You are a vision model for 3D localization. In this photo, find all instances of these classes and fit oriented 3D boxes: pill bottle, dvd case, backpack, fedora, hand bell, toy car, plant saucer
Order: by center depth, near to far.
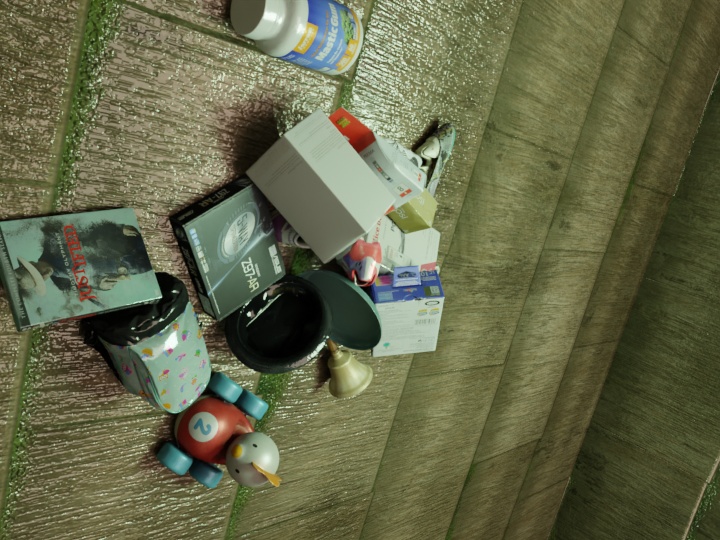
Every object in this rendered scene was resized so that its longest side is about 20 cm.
[{"bbox_3d":[-0.383,-0.008,0.936,0.199,0.022,0.147,-13,79,-44],"label":"dvd case"},{"bbox_3d":[-0.098,-0.380,1.064,0.199,0.112,0.113,0,110,-50],"label":"pill bottle"},{"bbox_3d":[-0.317,0.124,1.066,0.167,0.126,0.201,-37,137,-36],"label":"backpack"},{"bbox_3d":[-0.218,0.318,1.223,0.185,0.199,0.177,-56,141,-12],"label":"toy car"},{"bbox_3d":[-0.149,0.108,1.256,0.201,0.200,0.092,-43,167,-26],"label":"fedora"},{"bbox_3d":[-0.040,0.071,1.305,0.027,0.199,0.201,-50,140,-34],"label":"plant saucer"},{"bbox_3d":[-0.058,0.161,1.440,0.104,0.104,0.201,-42,124,-26],"label":"hand bell"}]

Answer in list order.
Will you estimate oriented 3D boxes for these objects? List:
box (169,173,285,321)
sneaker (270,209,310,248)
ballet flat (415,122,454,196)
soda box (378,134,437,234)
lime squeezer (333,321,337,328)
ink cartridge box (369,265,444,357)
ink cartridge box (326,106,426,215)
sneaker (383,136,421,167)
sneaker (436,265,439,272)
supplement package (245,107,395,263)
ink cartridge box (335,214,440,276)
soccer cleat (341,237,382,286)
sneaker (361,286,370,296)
[{"bbox_3d":[-0.218,-0.038,1.161,0.160,0.043,0.201,-36,133,-32],"label":"box"},{"bbox_3d":[-0.066,-0.088,1.256,0.200,0.114,0.073,-31,129,-38],"label":"sneaker"},{"bbox_3d":[0.144,-0.225,1.467,0.072,0.072,0.201,12,99,-51],"label":"ballet flat"},{"bbox_3d":[0.063,-0.157,1.286,0.200,0.064,0.068,44,49,-35],"label":"soda box"},{"bbox_3d":[-0.025,0.104,1.412,0.071,0.038,0.200,-50,122,-25],"label":"lime squeezer"},{"bbox_3d":[0.086,0.076,1.338,0.136,0.077,0.201,-5,139,-6],"label":"ink cartridge box"},{"bbox_3d":[-0.009,-0.171,1.189,0.200,0.162,0.050,32,50,-28],"label":"ink cartridge box"},{"bbox_3d":[0.045,-0.196,1.357,0.200,0.075,0.115,15,96,-54],"label":"sneaker"},{"bbox_3d":[0.121,0.048,1.517,0.075,0.086,0.201,80,30,-50],"label":"sneaker"},{"bbox_3d":[-0.064,-0.138,1.129,0.200,0.120,0.121,49,41,-8],"label":"supplement package"},{"bbox_3d":[0.059,-0.046,1.373,0.200,0.083,0.147,29,62,-37],"label":"ink cartridge box"},{"bbox_3d":[0.000,0.000,1.204,0.200,0.066,0.077,118,-18,-75],"label":"soccer cleat"},{"bbox_3d":[-0.008,0.069,1.441,0.115,0.076,0.201,-39,134,-24],"label":"sneaker"}]
